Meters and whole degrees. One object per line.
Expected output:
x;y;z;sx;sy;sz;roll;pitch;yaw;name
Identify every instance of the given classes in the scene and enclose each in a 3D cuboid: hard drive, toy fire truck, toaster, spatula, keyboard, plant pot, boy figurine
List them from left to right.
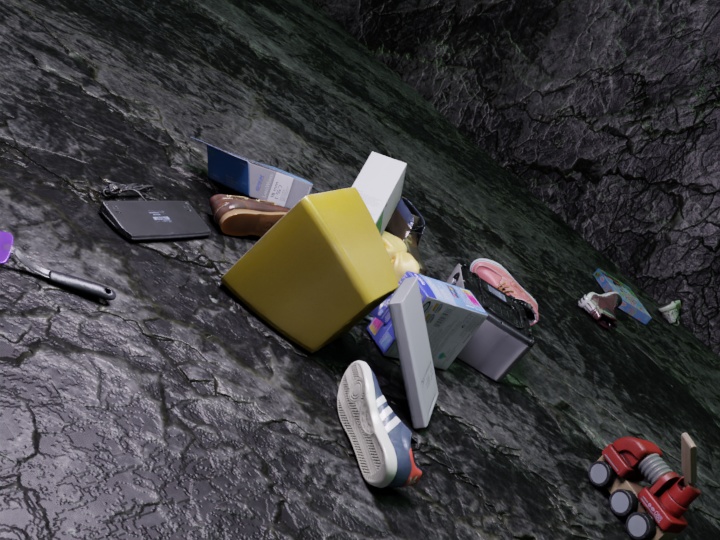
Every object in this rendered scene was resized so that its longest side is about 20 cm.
-0.390;-0.004;1.021;0.199;0.021;0.057;27;35;-30;spatula
-0.329;-0.093;1.312;0.127;0.021;0.200;50;23;16;keyboard
-0.057;0.007;1.307;0.177;0.200;0.200;51;23;7;plant pot
0.050;-0.048;1.753;0.200;0.065;0.124;45;22;19;boy figurine
0.085;0.125;1.312;0.132;0.026;0.202;-49;130;-69;hard drive
0.246;0.103;1.664;0.199;0.119;0.181;31;22;-12;toaster
0.512;0.347;1.456;0.128;0.201;0.176;19;27;-39;toy fire truck

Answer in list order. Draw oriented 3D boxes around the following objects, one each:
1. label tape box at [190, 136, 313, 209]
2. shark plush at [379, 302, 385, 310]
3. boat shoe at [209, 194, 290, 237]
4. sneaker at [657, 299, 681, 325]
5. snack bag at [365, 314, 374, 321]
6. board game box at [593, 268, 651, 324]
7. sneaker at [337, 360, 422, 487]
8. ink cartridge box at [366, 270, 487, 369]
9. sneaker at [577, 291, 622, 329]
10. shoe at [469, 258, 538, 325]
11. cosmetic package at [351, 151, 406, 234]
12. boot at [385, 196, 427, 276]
-0.209;-0.174;1.548;0.199;0.064;0.144;15;8;-45;label tape box
0.000;0.000;1.518;0.082;0.092;0.201;0;37;-10;shark plush
-0.176;-0.096;1.485;0.199;0.071;0.070;13;32;-47;boat shoe
1.128;0.159;3.050;0.199;0.076;0.089;1;72;-59;sneaker
-0.031;0.014;1.554;0.188;0.021;0.201;27;23;-25;snack bag
0.874;0.085;2.813;0.151;0.037;0.201;29;23;-20;board game box
0.029;0.214;1.159;0.084;0.075;0.201;20;36;-34;sneaker
0.106;0.085;1.456;0.199;0.137;0.076;16;26;-43;ink cartridge box
0.726;0.126;2.462;0.199;0.076;0.116;0;45;-42;sneaker
0.344;0.051;1.996;0.200;0.072;0.091;40;15;-4;shoe
0.019;-0.132;1.688;0.084;0.108;0.201;20;50;10;cosmetic package
0.106;-0.076;1.851;0.074;0.097;0.200;14;30;-44;boot
